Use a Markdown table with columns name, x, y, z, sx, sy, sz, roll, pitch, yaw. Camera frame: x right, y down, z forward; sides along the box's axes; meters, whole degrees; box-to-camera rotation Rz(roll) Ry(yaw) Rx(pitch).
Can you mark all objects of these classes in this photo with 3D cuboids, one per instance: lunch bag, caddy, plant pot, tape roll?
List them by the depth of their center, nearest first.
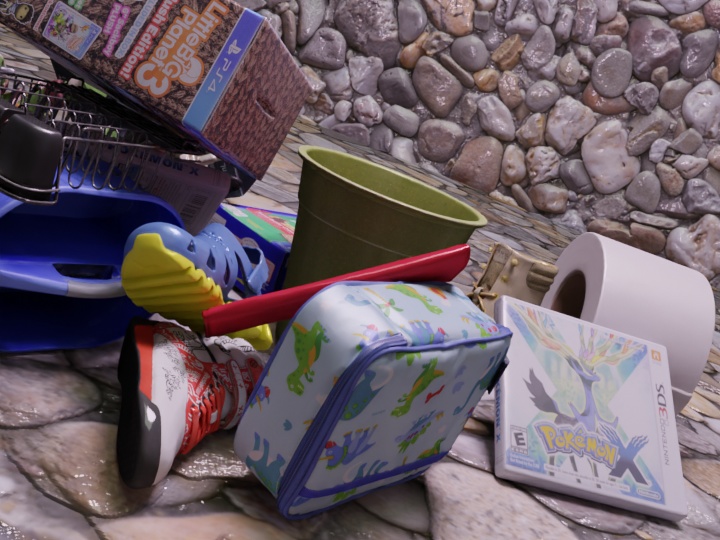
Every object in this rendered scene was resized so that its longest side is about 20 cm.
| name | x | y | z | sx | sy | sz | roll | pitch | yaw |
| --- | --- | --- | --- | --- | --- | --- | --- | --- | --- |
| lunch bag | 0.013 | 0.091 | 0.639 | 0.082 | 0.162 | 0.199 | 42 | 24 | 30 |
| caddy | -0.227 | -0.009 | 0.683 | 0.105 | 0.142 | 0.199 | 37 | 21 | 32 |
| plant pot | 0.000 | 0.000 | 0.890 | 0.198 | 0.192 | 0.200 | 20 | 15 | -5 |
| tape roll | 0.295 | 0.073 | 1.032 | 0.138 | 0.205 | 0.203 | 19 | 14 | -8 |

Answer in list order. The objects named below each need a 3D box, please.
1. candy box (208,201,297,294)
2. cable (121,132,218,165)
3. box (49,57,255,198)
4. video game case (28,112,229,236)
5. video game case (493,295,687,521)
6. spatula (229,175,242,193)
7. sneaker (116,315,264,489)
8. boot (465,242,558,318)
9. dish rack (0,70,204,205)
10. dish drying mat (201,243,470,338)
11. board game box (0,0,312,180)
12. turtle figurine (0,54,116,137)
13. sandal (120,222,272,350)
| name | x | y | z | sx | sy | sz | roll | pitch | yaw |
| --- | --- | --- | --- | --- | --- | --- | --- | --- | --- |
| candy box | -0.068 | -0.010 | 1.064 | 0.199 | 0.078 | 0.169 | 9 | 17 | -44 |
| cable | -0.238 | -0.089 | 0.866 | 0.051 | 0.198 | 0.097 | 70 | 16 | 9 |
| box | -0.234 | -0.190 | 1.072 | 0.198 | 0.199 | 0.118 | -4 | 27 | 17 |
| video game case | -0.237 | -0.063 | 0.830 | 0.181 | 0.022 | 0.200 | 16 | -28 | -21 |
| video game case | 0.218 | 0.130 | 0.851 | 0.198 | 0.022 | 0.184 | 17 | 54 | -16 |
| spatula | -0.187 | -0.064 | 0.884 | 0.199 | 0.021 | 0.056 | -18 | -36 | 39 |
| sneaker | -0.115 | 0.092 | 0.634 | 0.107 | 0.068 | 0.201 | 14 | 13 | -19 |
| boot | 0.125 | 0.039 | 0.996 | 0.198 | 0.157 | 0.073 | 13 | 16 | -29 |
| dish rack | -0.217 | -0.103 | 0.647 | 0.153 | 0.055 | 0.200 | 31 | 16 | 20 |
| dish drying mat | -0.019 | 0.015 | 0.657 | 0.198 | 0.018 | 0.077 | -13 | -10 | -12 |
| board game box | -0.160 | -0.176 | 0.723 | 0.199 | 0.097 | 0.159 | 30 | -1 | 10 |
| turtle figurine | -0.379 | -0.157 | 0.965 | 0.192 | 0.146 | 0.200 | -4 | -13 | 12 |
| sandal | -0.125 | 0.000 | 0.708 | 0.079 | 0.088 | 0.200 | 2 | -18 | 14 |
